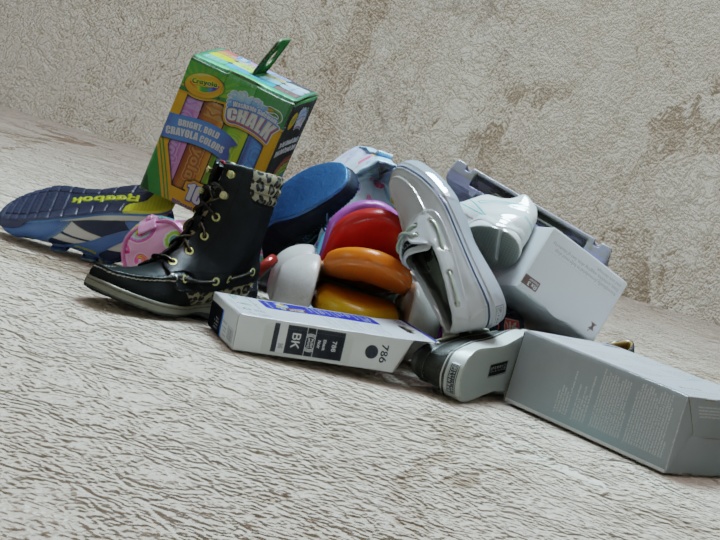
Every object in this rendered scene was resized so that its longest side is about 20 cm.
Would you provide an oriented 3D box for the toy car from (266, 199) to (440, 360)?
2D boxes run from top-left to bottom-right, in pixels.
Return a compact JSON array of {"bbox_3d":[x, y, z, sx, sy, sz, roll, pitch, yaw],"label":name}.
[{"bbox_3d":[0.000,0.000,1.472,0.175,0.150,0.200,15,6,-8],"label":"toy car"}]

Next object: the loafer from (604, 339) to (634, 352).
[{"bbox_3d":[0.230,0.101,1.537,0.200,0.072,0.073,9,10,-46],"label":"loafer"}]

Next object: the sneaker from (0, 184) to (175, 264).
[{"bbox_3d":[-0.296,-0.044,1.515,0.200,0.082,0.074,2,35,9],"label":"sneaker"}]

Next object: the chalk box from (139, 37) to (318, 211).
[{"bbox_3d":[-0.131,-0.160,1.486,0.124,0.200,0.125,25,13,4],"label":"chalk box"}]

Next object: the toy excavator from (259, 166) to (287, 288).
[{"bbox_3d":[-0.121,-0.083,1.674,0.100,0.200,0.194,15,5,-3],"label":"toy excavator"}]

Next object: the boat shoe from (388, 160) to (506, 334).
[{"bbox_3d":[0.070,-0.026,1.373,0.067,0.074,0.200,-16,58,-28],"label":"boat shoe"}]

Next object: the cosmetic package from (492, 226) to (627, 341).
[{"bbox_3d":[0.189,0.011,1.531,0.113,0.081,0.200,36,-9,-19],"label":"cosmetic package"}]

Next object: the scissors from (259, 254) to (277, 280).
[{"bbox_3d":[-0.129,0.023,1.515,0.014,0.073,0.200,47,-16,0],"label":"scissors"}]

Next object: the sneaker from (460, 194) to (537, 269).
[{"bbox_3d":[0.108,-0.042,1.516,0.200,0.070,0.080,0,38,42],"label":"sneaker"}]

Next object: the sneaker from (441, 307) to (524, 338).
[{"bbox_3d":[0.132,0.057,1.483,0.084,0.075,0.200,5,-8,9],"label":"sneaker"}]

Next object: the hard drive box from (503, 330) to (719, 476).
[{"bbox_3d":[0.268,0.129,1.356,0.156,0.077,0.200,11,8,-44],"label":"hard drive box"}]

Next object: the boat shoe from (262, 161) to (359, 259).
[{"bbox_3d":[-0.072,-0.059,1.582,0.200,0.084,0.069,-26,-50,36],"label":"boat shoe"}]

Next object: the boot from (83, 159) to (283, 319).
[{"bbox_3d":[-0.162,-0.034,1.327,0.073,0.154,0.203,21,7,41],"label":"boot"}]

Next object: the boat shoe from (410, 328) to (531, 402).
[{"bbox_3d":[0.119,0.086,1.381,0.064,0.071,0.200,20,9,30],"label":"boat shoe"}]

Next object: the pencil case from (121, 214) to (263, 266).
[{"bbox_3d":[-0.174,-0.018,1.480,0.087,0.088,0.200,18,8,18],"label":"pencil case"}]

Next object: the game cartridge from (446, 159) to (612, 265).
[{"bbox_3d":[0.188,-0.047,1.580,0.200,0.038,0.130,31,-12,13],"label":"game cartridge"}]

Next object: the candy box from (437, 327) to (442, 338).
[{"bbox_3d":[0.154,0.040,1.685,0.200,0.117,0.056,13,6,-33],"label":"candy box"}]

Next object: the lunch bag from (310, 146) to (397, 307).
[{"bbox_3d":[-0.003,-0.048,1.684,0.127,0.200,0.170,14,5,-14],"label":"lunch bag"}]

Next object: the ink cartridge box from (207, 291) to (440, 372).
[{"bbox_3d":[-0.035,0.060,1.307,0.200,0.039,0.099,9,7,-20],"label":"ink cartridge box"}]
